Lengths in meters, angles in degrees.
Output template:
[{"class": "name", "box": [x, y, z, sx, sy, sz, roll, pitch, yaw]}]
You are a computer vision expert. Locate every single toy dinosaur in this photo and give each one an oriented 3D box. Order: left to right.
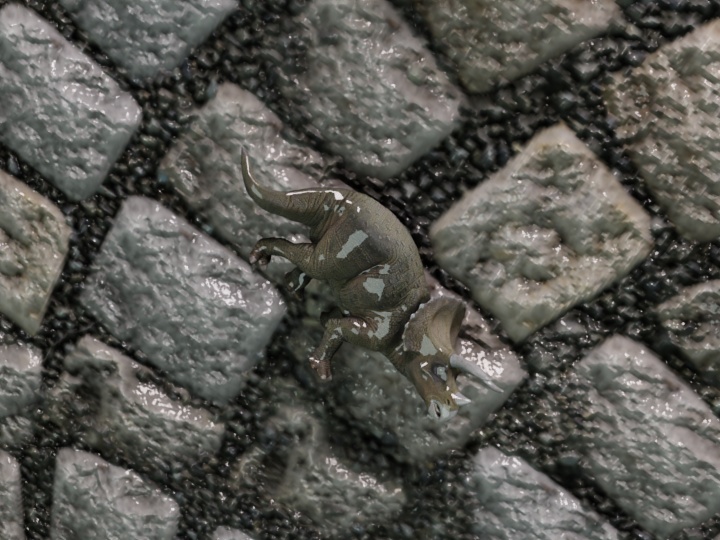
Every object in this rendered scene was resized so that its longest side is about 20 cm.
[{"class": "toy dinosaur", "box": [0.000, 0.000, 0.874, 0.102, 0.077, 0.201, -27, 98, 20]}]
